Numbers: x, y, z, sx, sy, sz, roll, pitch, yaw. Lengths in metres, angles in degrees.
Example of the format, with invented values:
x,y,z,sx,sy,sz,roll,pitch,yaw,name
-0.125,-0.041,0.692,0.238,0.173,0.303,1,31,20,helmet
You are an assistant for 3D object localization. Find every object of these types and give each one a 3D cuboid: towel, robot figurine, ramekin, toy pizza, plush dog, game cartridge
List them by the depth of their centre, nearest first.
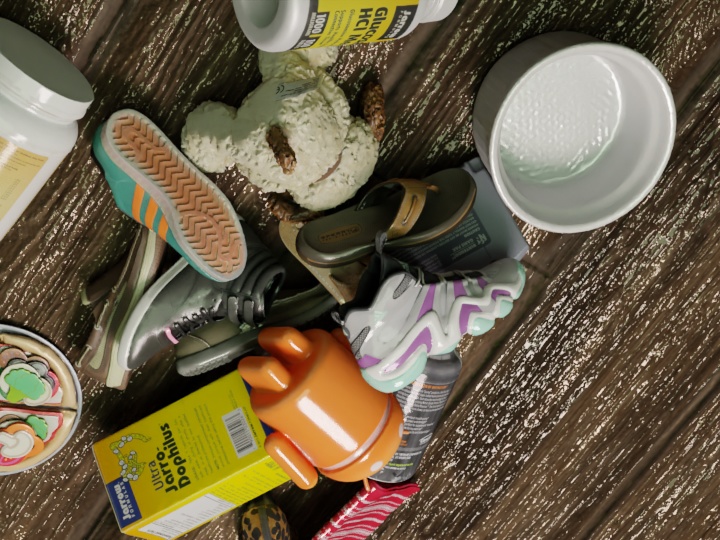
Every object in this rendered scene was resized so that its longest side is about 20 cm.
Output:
x,y,z,sx,sy,sz,roll,pitch,yaw,name
-0.051,-0.127,1.233,0.200,0.161,0.172,-47,140,14,plush dog
0.213,-0.149,1.279,0.200,0.098,0.201,-6,117,-12,ramekin
-0.033,0.139,1.293,0.117,0.144,0.200,-34,116,24,robot figurine
0.070,-0.017,1.321,0.200,0.041,0.133,-28,75,5,game cartridge
-0.407,0.148,1.360,0.200,0.032,0.200,-5,118,-9,toy pizza
-0.023,0.318,1.475,0.200,0.022,0.145,-46,158,9,towel

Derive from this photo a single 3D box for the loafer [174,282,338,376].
x,y,z,sx,sy,sz,roll,pitch,yaw,name
-0.113,0.046,1.336,0.200,0.075,0.070,-22,82,-15,loafer

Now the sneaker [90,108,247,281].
x,y,z,sx,sy,sz,roll,pitch,yaw,name
-0.193,-0.068,1.244,0.071,0.080,0.200,-43,100,-33,sneaker

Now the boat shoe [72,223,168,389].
x,y,z,sx,sy,sz,roll,pitch,yaw,name
-0.258,0.030,1.305,0.075,0.075,0.203,18,109,-4,boat shoe

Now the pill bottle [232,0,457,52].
x,y,z,sx,sy,sz,roll,pitch,yaw,name
-0.009,-0.265,1.144,0.200,0.112,0.113,-13,123,-33,pill bottle

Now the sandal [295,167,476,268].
x,y,z,sx,sy,sz,roll,pitch,yaw,name
0.027,-0.062,1.258,0.200,0.082,0.055,-17,136,-10,sandal

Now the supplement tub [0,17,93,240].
x,y,z,sx,sy,sz,roll,pitch,yaw,name
-0.357,-0.121,1.161,0.145,0.145,0.200,34,106,-25,supplement tub

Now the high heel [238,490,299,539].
x,y,z,sx,sy,sz,roll,pitch,yaw,name
-0.104,0.339,1.457,0.071,0.143,0.200,-13,119,-4,high heel

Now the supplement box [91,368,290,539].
x,y,z,sx,sy,sz,roll,pitch,yaw,name
-0.173,0.205,1.371,0.200,0.110,0.109,-28,156,4,supplement box

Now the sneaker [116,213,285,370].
x,y,z,sx,sy,sz,roll,pitch,yaw,name
-0.157,0.041,1.274,0.200,0.099,0.071,-49,162,-13,sneaker

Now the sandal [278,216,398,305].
x,y,z,sx,sy,sz,roll,pitch,yaw,name
-0.004,0.005,1.277,0.212,0.070,0.078,38,89,12,sandal

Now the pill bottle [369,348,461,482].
x,y,z,sx,sy,sz,roll,pitch,yaw,name
0.048,0.130,1.397,0.106,0.106,0.200,14,114,-18,pill bottle

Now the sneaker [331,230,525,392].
x,y,z,sx,sy,sz,roll,pitch,yaw,name
0.062,0.012,1.225,0.200,0.078,0.140,-37,108,-17,sneaker
